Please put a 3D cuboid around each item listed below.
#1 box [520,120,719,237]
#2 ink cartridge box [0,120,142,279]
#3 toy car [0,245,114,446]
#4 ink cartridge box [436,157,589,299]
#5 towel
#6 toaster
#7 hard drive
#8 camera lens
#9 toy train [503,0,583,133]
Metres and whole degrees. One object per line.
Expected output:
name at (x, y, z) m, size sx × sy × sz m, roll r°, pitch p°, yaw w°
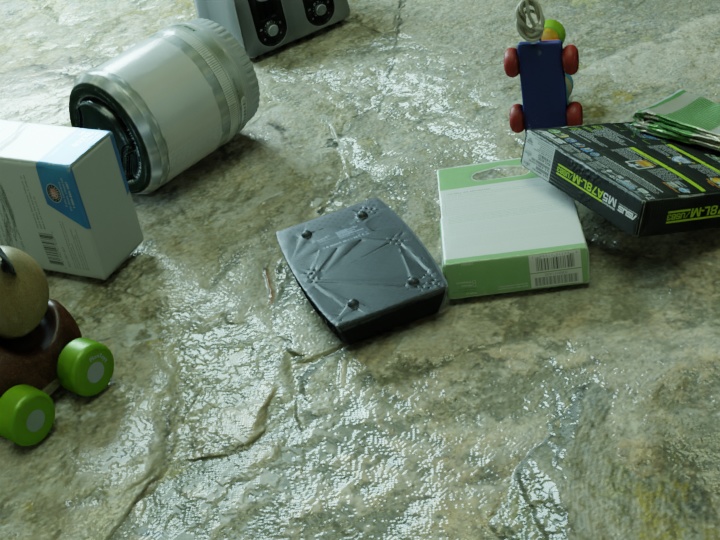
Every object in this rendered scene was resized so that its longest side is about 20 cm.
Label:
box at (0.299, -0.100, 1.395) m, size 0.192 × 0.048 × 0.200 m, roll -6°, pitch 28°, yaw -31°
ink cartridge box at (-0.360, -0.083, 1.512) m, size 0.199 × 0.146 × 0.084 m, roll 9°, pitch 39°, yaw 27°
toy car at (-0.356, 0.039, 1.298) m, size 0.163 × 0.201 × 0.158 m, roll 17°, pitch 43°, yaw 36°
ink cartridge box at (0.155, -0.050, 1.412) m, size 0.144 × 0.048 × 0.200 m, roll -8°, pitch 30°, yaw 5°
towel at (0.409, -0.153, 1.453) m, size 0.199 × 0.024 × 0.152 m, roll 19°, pitch 26°, yaw 28°
toaster at (-0.139, -0.409, 1.955) m, size 0.180 × 0.119 × 0.200 m, roll -26°, pitch 36°, yaw -21°
hard drive at (0.000, 0.000, 1.389) m, size 0.134 × 0.043 × 0.200 m, roll -20°, pitch 34°, yaw -11°
camera lens at (-0.241, -0.200, 1.645) m, size 0.159 × 0.161 × 0.200 m, roll 21°, pitch 45°, yaw 38°
toy train at (0.215, -0.262, 1.568) m, size 0.084 × 0.201 × 0.116 m, roll 0°, pitch 31°, yaw 16°
